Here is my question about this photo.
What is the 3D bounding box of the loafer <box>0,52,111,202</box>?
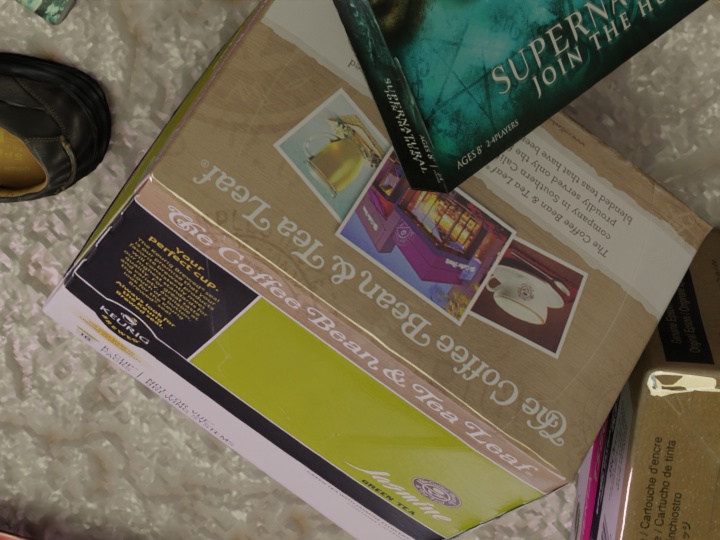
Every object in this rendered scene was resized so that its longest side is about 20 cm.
[{"bbox_3d":[-0.216,-0.070,1.013,0.199,0.072,0.073,4,113,7],"label":"loafer"}]

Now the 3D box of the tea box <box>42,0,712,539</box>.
[{"bbox_3d":[0.000,0.000,0.930,0.200,0.134,0.197,36,156,-8],"label":"tea box"}]

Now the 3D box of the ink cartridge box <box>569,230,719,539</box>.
[{"bbox_3d":[0.139,0.101,0.980,0.075,0.165,0.201,5,112,-1],"label":"ink cartridge box"}]

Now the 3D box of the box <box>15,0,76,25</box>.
[{"bbox_3d":[-0.177,-0.220,0.969,0.199,0.036,0.145,33,112,-5],"label":"box"}]

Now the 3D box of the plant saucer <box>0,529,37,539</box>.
[{"bbox_3d":[-0.179,0.215,1.140,0.198,0.037,0.201,15,113,2],"label":"plant saucer"}]

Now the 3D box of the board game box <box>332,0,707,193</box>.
[{"bbox_3d":[0.071,-0.138,0.847,0.028,0.200,0.136,9,130,53],"label":"board game box"}]
